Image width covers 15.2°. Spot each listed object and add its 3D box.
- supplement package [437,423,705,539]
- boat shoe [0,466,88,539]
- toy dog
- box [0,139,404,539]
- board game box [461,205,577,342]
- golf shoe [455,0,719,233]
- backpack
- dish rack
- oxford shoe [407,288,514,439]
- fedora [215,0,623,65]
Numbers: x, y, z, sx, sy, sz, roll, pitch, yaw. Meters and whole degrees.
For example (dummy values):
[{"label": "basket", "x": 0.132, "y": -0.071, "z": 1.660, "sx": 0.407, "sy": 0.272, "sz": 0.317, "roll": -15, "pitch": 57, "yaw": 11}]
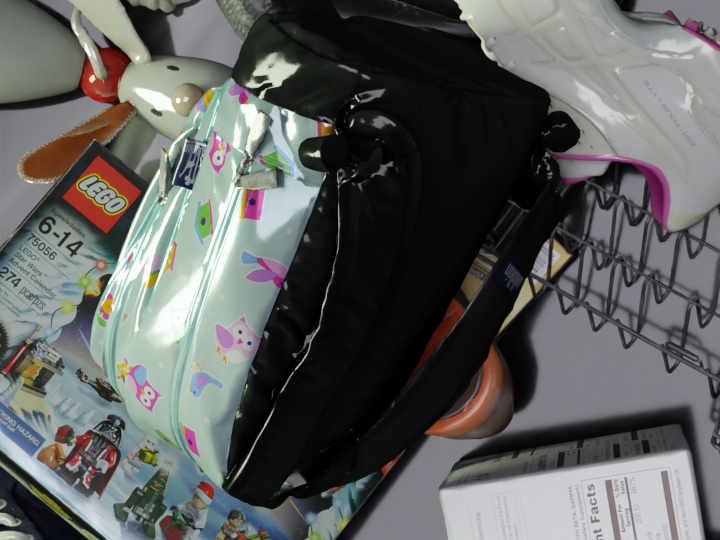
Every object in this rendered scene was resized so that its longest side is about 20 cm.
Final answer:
[{"label": "supplement package", "x": 0.107, "y": 0.179, "z": 1.202, "sx": 0.110, "sy": 0.156, "sz": 0.201, "roll": -9, "pitch": 90, "yaw": 5}, {"label": "boat shoe", "x": -0.170, "y": 0.122, "z": 1.261, "sx": 0.200, "sy": 0.093, "sz": 0.075, "roll": 30, "pitch": 94, "yaw": 6}, {"label": "toy dog", "x": -0.159, "y": -0.105, "z": 1.262, "sx": 0.199, "sy": 0.096, "sz": 0.132, "roll": -6, "pitch": 91, "yaw": 7}, {"label": "box", "x": -0.088, "y": 0.058, "z": 1.213, "sx": 0.200, "sy": 0.040, "sz": 0.137, "roll": 40, "pitch": 74, "yaw": -4}, {"label": "board game box", "x": -0.014, "y": 0.020, "z": 1.277, "sx": 0.135, "sy": 0.035, "sz": 0.200, "roll": 44, "pitch": 96, "yaw": 5}, {"label": "golf shoe", "x": 0.085, "y": -0.091, "z": 1.163, "sx": 0.200, "sy": 0.075, "sz": 0.092, "roll": 30, "pitch": 99, "yaw": -1}, {"label": "backpack", "x": -0.021, "y": -0.005, "z": 1.121, "sx": 0.127, "sy": 0.167, "sz": 0.200, "roll": 37, "pitch": 110, "yaw": 37}, {"label": "dish rack", "x": 0.143, "y": -0.023, "z": 1.220, "sx": 0.200, "sy": 0.055, "sz": 0.154, "roll": 31, "pitch": 68, "yaw": 21}, {"label": "oxford shoe", "x": 0.000, "y": 0.000, "z": 1.227, "sx": 0.071, "sy": 0.073, "sz": 0.200, "roll": -37, "pitch": 67, "yaw": 8}, {"label": "fedora", "x": 0.024, "y": -0.156, "z": 1.240, "sx": 0.200, "sy": 0.092, "sz": 0.201, "roll": 0, "pitch": 95, "yaw": 1}]
